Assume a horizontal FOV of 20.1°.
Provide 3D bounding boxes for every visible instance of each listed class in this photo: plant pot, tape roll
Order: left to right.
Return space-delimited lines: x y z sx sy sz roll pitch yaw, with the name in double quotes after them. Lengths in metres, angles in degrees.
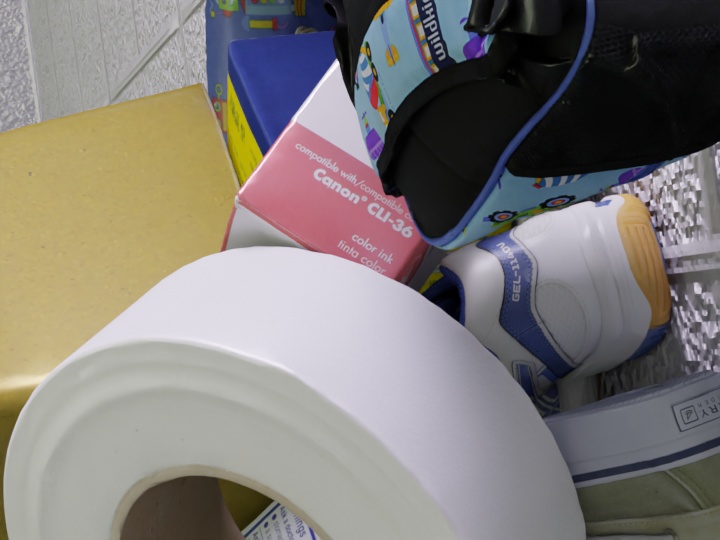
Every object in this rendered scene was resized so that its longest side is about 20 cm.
-0.151 0.056 0.942 0.195 0.199 0.196 -111 19 -44 "plant pot"
-0.026 0.096 0.706 0.071 0.202 0.203 -44 -37 -49 "tape roll"

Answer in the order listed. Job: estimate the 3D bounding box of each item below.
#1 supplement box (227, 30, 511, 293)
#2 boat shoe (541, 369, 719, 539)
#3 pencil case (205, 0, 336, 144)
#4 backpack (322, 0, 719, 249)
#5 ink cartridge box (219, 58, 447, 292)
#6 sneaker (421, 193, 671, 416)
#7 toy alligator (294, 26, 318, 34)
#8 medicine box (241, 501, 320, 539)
0.000 0.000 0.945 0.109 0.109 0.201 -115 23 -51 "supplement box"
0.058 0.087 0.732 0.200 0.072 0.062 -22 82 50 "boat shoe"
-0.043 -0.097 1.134 0.078 0.087 0.201 12 115 35 "pencil case"
0.060 -0.103 0.592 0.200 0.134 0.183 119 141 -66 "backpack"
0.024 -0.055 0.782 0.200 0.067 0.117 -55 -6 -27 "ink cartridge box"
0.052 0.029 0.799 0.200 0.088 0.076 107 150 -62 "sneaker"
-0.005 -0.029 1.079 0.054 0.059 0.201 4 102 32 "toy alligator"
0.001 0.195 0.857 0.200 0.103 0.183 -44 40 19 "medicine box"
